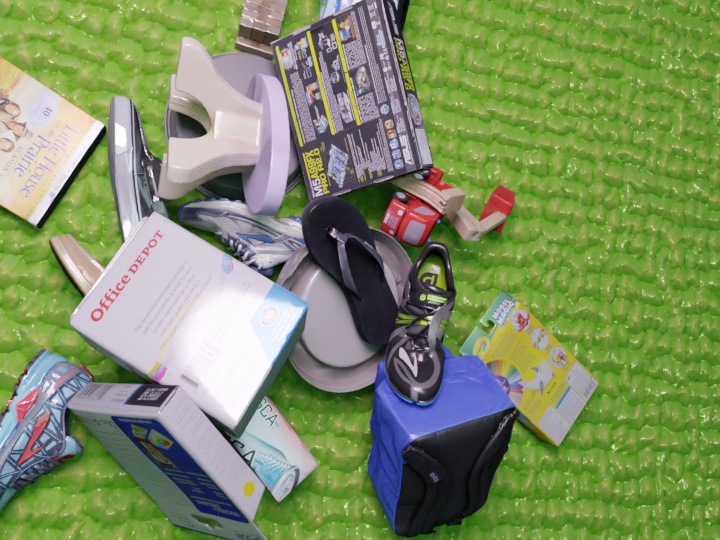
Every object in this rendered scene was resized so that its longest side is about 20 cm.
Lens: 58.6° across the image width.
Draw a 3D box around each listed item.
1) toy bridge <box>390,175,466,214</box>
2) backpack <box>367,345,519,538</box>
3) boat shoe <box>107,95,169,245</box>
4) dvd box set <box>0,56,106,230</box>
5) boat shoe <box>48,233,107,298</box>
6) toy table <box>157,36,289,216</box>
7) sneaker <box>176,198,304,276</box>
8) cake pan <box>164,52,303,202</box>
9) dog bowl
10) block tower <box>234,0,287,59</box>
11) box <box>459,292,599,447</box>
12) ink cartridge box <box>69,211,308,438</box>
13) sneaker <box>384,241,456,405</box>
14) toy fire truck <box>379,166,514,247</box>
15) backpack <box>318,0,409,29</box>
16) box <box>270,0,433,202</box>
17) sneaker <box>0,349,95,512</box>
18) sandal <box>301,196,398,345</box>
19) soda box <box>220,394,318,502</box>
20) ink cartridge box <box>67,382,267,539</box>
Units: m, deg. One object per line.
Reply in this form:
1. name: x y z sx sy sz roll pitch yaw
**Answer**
1. toy bridge: 0.047 -0.141 0.818 0.066 0.028 0.201 -14 51 -37
2. backpack: 0.089 0.210 0.791 0.159 0.169 0.204 -9 124 -16
3. boat shoe: -0.259 -0.104 0.769 0.070 0.072 0.205 -8 97 -26
4. dvd box set: -0.419 -0.162 0.736 0.198 0.029 0.148 33 76 -11
5. boat shoe: -0.276 0.031 0.747 0.064 0.071 0.201 -44 107 -21
6. toy table: -0.152 -0.150 0.701 0.115 0.201 0.187 6 119 -22
7. sneaker: -0.131 -0.034 0.793 0.196 0.077 0.087 14 85 -15
8. cake pan: -0.149 -0.186 0.819 0.196 0.037 0.205 2 84 -17
9. dog bowl: -0.021 0.044 0.797 0.197 0.058 0.205 -8 104 -31
10. block tower: -0.116 -0.388 0.839 0.053 0.058 0.205 13 82 -15
11. box: 0.231 0.137 0.903 0.200 0.048 0.118 44 75 -11
12. ink cartridge box: -0.173 0.056 0.672 0.198 0.085 0.146 30 68 4
13. sneaker: 0.070 0.055 0.735 0.069 0.083 0.203 9 59 6
14. toy fire truck: 0.120 -0.078 0.845 0.139 0.049 0.200 30 36 8
15. backpack: 0.009 -0.367 0.834 0.150 0.163 0.205 -8 94 -9
16. box: -0.012 -0.199 0.768 0.044 0.157 0.204 -19 95 -61
17. sneaker: -0.355 0.196 0.698 0.094 0.079 0.204 25 78 -15
18. sandal: 0.001 0.000 0.741 0.076 0.043 0.202 -40 118 -19
19. soda box: -0.138 0.175 0.776 0.068 0.063 0.201 -38 96 -17
20. ink cartridge box: -0.193 0.202 0.676 0.202 0.195 0.047 57 47 -25
